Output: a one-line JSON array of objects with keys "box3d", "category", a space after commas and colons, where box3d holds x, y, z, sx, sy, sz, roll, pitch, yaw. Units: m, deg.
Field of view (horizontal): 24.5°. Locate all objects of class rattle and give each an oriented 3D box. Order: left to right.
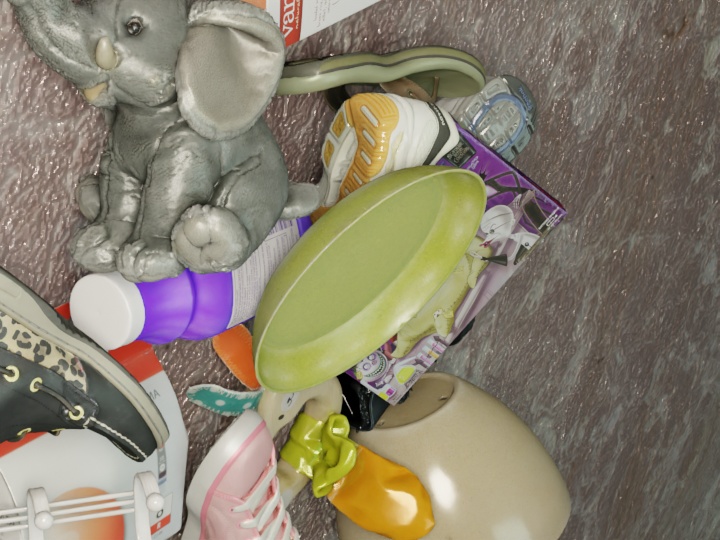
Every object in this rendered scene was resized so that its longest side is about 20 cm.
[{"box3d": [-0.035, 0.129, 1.225, 0.130, 0.143, 0.200, -34, 148, -17], "category": "rattle"}]

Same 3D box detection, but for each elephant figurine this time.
[{"box3d": [-0.109, -0.104, 0.939, 0.155, 0.141, 0.201, -73, 158, -71], "category": "elephant figurine"}]

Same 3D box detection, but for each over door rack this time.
[{"box3d": [-0.190, 0.223, 1.000, 0.147, 0.067, 0.201, -6, 118, -20], "category": "over door rack"}]

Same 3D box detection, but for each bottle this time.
[{"box3d": [-0.104, 0.002, 1.059, 0.200, 0.065, 0.084, -27, 116, -56], "category": "bottle"}]

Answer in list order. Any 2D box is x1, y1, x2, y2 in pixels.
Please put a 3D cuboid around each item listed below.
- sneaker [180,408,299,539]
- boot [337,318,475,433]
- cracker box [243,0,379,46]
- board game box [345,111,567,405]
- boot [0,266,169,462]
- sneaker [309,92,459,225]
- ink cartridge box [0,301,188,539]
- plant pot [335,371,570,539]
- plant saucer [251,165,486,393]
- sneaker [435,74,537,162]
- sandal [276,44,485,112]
[{"box3d": [-0.070, 0.183, 1.178, 0.075, 0.105, 0.200, -49, 165, -41], "category": "sneaker"}, {"box3d": [0.040, 0.018, 1.328, 0.168, 0.076, 0.201, -41, 149, -45], "category": "boot"}, {"box3d": [-0.018, -0.233, 1.059, 0.200, 0.058, 0.134, -34, 138, -44], "category": "cracker box"}, {"box3d": [0.044, -0.005, 1.231, 0.120, 0.032, 0.200, 36, 103, -20], "category": "board game box"}, {"box3d": [-0.211, 0.092, 0.932, 0.154, 0.073, 0.204, -56, 134, -15], "category": "boot"}, {"box3d": [0.003, -0.038, 1.154, 0.087, 0.076, 0.200, -4, 143, -38], "category": "sneaker"}, {"box3d": [-0.171, 0.111, 1.061, 0.162, 0.050, 0.200, -28, 137, -50], "category": "ink cartridge box"}, {"box3d": [0.060, 0.165, 1.386, 0.200, 0.200, 0.135, -40, 118, -40], "category": "plant pot"}, {"box3d": [0.000, 0.000, 1.103, 0.200, 0.031, 0.200, -37, 158, -18], "category": "plant saucer"}, {"box3d": [0.049, -0.072, 1.275, 0.200, 0.087, 0.075, -43, 115, -4], "category": "sneaker"}, {"box3d": [0.011, -0.123, 1.164, 0.201, 0.080, 0.058, -10, 92, -48], "category": "sandal"}]
